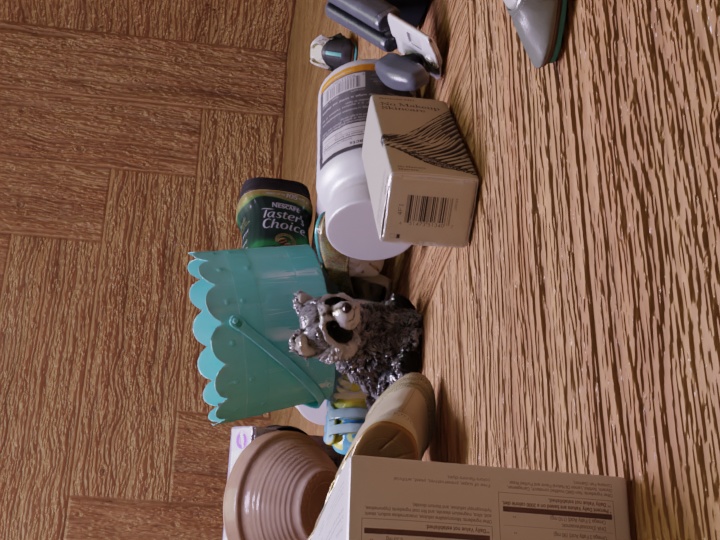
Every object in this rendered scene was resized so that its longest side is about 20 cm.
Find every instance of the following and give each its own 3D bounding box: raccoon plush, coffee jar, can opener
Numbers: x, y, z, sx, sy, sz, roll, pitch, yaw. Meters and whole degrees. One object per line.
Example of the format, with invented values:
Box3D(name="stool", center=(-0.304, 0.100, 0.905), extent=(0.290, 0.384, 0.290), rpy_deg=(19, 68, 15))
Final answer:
Box3D(name="raccoon plush", center=(-0.015, 0.101, 1.302), extent=(0.097, 0.133, 0.201), rpy_deg=(-97, 14, -52))
Box3D(name="coffee jar", center=(-0.112, -0.032, 1.657), extent=(0.085, 0.104, 0.201), rpy_deg=(110, 160, -47))
Box3D(name="can opener", center=(0.012, -0.248, 1.322), extent=(0.200, 0.067, 0.053), rpy_deg=(39, 158, 41))

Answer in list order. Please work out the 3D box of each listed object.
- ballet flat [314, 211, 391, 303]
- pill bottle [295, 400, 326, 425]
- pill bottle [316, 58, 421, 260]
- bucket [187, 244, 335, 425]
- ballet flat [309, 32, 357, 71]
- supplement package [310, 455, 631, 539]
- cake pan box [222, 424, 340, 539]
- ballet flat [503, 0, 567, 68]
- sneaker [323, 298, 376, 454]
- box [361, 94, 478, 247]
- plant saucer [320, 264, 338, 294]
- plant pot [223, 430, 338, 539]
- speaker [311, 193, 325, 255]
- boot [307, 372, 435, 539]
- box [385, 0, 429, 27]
Box3D(name="ballet flat", center=(0.000, 0.000, 1.403), extent=(0.200, 0.070, 0.071), rpy_deg=(75, -168, -55))
Box3D(name="pill bottle", center=(-0.049, 0.121, 1.639), extent=(0.200, 0.112, 0.113), rpy_deg=(-108, 24, -71))
Box3D(name="pill bottle", center=(0.011, -0.117, 1.324), extent=(0.117, 0.116, 0.201), rpy_deg=(104, 168, -51))
Box3D(name="bucket", center=(-0.112, 0.067, 1.400), extent=(0.207, 0.134, 0.208), rpy_deg=(173, 90, -78))
Box3D(name="ballet flat", center=(-0.049, -0.372, 2.136), extent=(0.200, 0.068, 0.068), rpy_deg=(-137, 51, -81))
Box3D(name="supplement package", center=(0.052, 0.221, 0.655), extent=(0.152, 0.150, 0.201), rpy_deg=(109, 164, -60))
Box3D(name="cake pan box", center=(-0.105, 0.313, 1.735), extent=(0.052, 0.184, 0.201), rpy_deg=(-6, 76, 38))
Box3D(name="ballet flat", center=(0.111, -0.238, 0.841), extent=(0.067, 0.063, 0.201), rpy_deg=(-115, 30, -76))
Box3D(name="sneaker", center=(-0.003, 0.131, 1.427), extent=(0.200, 0.079, 0.131), rpy_deg=(89, -178, -53))
Box3D(name="box", center=(0.050, -0.094, 1.150), extent=(0.200, 0.082, 0.069), rpy_deg=(-102, 18, -62))
Box3D(name="plant saucer", center=(-0.013, -0.005, 1.563), extent=(0.200, 0.050, 0.201), rpy_deg=(23, -90, -86))
Box3D(name="plant pot", center=(-0.078, 0.312, 1.660), extent=(0.092, 0.200, 0.202), rpy_deg=(-5, 77, 41))
Box3D(name="speaker", center=(-0.021, -0.077, 1.684), extent=(0.081, 0.081, 0.201), rpy_deg=(-98, 15, -60))
Box3D(name="boot", center=(0.009, 0.197, 1.123), extent=(0.155, 0.073, 0.201), rpy_deg=(-55, -15, -71))
Box3D(name="box", center=(0.042, -0.384, 1.413), extent=(0.141, 0.078, 0.201), rpy_deg=(113, 161, -74))
